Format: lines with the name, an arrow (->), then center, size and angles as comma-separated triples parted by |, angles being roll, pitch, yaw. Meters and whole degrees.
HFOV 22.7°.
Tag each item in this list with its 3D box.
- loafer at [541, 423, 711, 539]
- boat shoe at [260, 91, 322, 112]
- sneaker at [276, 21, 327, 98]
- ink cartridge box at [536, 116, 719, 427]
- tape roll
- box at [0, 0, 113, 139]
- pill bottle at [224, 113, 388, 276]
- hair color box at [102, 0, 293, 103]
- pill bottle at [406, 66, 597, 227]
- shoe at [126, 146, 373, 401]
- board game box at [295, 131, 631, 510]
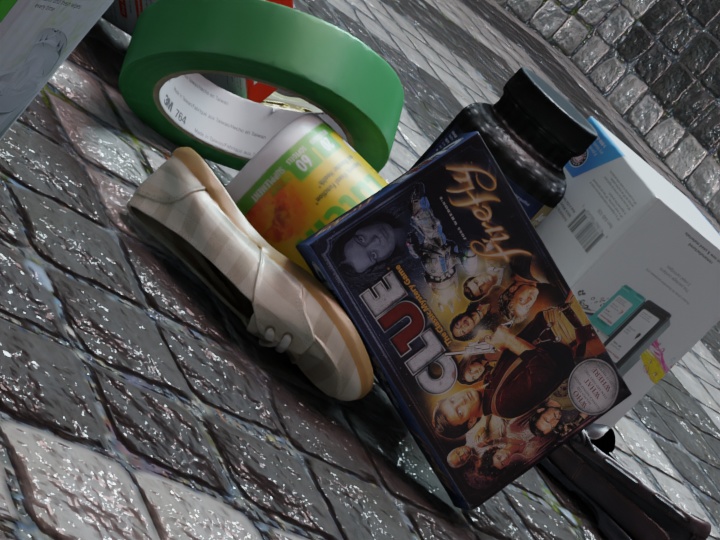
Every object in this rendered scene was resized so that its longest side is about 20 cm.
loafer -> 0.188, 0.149, 1.371 | 0.200, 0.063, 0.072 | 49, 16, 24
boat shoe -> -0.056, -0.103, 1.453 | 0.199, 0.074, 0.067 | 17, 31, -38
sneaker -> -0.080, -0.176, 1.492 | 0.200, 0.116, 0.075 | 32, 18, -36
ink cartridge box -> 0.197, 0.009, 1.523 | 0.146, 0.200, 0.147 | 34, 16, -33
tape roll -> -0.070, -0.125, 1.270 | 0.199, 0.048, 0.201 | 13, -20, 5
box -> -0.242, -0.186, 0.982 | 0.200, 0.177, 0.097 | 46, 15, 10
pill bottle -> 0.000, 0.000, 1.208 | 0.200, 0.111, 0.111 | 44, 15, 3
hair color box -> -0.141, -0.218, 1.385 | 0.200, 0.061, 0.102 | 34, -33, 25
pill bottle -> 0.098, -0.065, 1.474 | 0.112, 0.200, 0.112 | 39, 15, -12
shoe -> -0.070, 0.011, 1.132 | 0.200, 0.053, 0.070 | 48, -25, 11
board game box -> 0.067, 0.032, 1.143 | 0.201, 0.135, 0.035 | 58, -14, -9
